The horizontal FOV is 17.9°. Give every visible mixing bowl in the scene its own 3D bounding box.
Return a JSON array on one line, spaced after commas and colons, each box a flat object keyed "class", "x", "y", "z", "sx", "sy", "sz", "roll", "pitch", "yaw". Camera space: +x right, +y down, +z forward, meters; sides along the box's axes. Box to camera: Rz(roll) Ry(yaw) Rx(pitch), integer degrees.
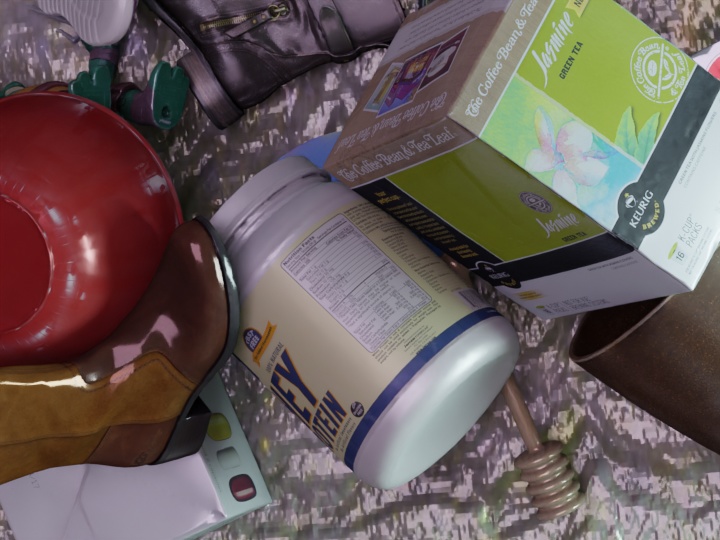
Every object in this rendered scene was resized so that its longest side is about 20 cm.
[{"class": "mixing bowl", "x": -0.228, "y": -0.014, "z": 1.527, "sx": 0.200, "sy": 0.108, "sz": 0.201, "roll": 3, "pitch": 102, "yaw": 17}]

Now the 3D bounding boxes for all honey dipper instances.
[{"class": "honey dipper", "x": 0.100, "y": 0.078, "z": 1.589, "sx": 0.038, "sy": 0.038, "sz": 0.200, "roll": -23, "pitch": 98, "yaw": 13}]

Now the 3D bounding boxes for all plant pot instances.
[{"class": "plant pot", "x": 0.274, "y": 0.056, "z": 1.513, "sx": 0.200, "sy": 0.187, "sz": 0.187, "roll": 42, "pitch": 99, "yaw": -6}]

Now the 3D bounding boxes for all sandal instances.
[{"class": "sandal", "x": -0.182, "y": -0.208, "z": 1.614, "sx": 0.050, "sy": 0.203, "sz": 0.083, "roll": 0, "pitch": 106, "yaw": -24}]

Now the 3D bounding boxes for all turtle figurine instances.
[{"class": "turtle figurine", "x": -0.223, "y": -0.129, "z": 1.659, "sx": 0.200, "sy": 0.150, "sz": 0.101, "roll": 11, "pitch": 122, "yaw": 47}]

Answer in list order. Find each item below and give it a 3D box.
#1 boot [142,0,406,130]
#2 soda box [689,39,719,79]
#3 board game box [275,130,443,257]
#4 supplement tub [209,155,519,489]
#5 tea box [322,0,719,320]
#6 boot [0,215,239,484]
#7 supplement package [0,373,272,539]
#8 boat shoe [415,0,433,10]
[{"class": "boot", "x": -0.066, "y": -0.213, "z": 1.650, "sx": 0.174, "sy": 0.069, "sz": 0.200, "roll": -29, "pitch": 87, "yaw": 7}, {"class": "soda box", "x": 0.289, "y": -0.141, "z": 1.554, "sx": 0.200, "sy": 0.064, "sz": 0.068, "roll": -29, "pitch": 83, "yaw": 11}, {"class": "board game box", "x": 0.000, "y": 0.000, "z": 1.640, "sx": 0.158, "sy": 0.039, "sz": 0.200, "roll": 16, "pitch": 91, "yaw": 20}, {"class": "supplement tub", "x": -0.008, "y": 0.032, "z": 1.541, "sx": 0.200, "sy": 0.145, "sz": 0.145, "roll": 43, "pitch": 99, "yaw": 17}, {"class": "tea box", "x": 0.115, "y": -0.080, "z": 1.465, "sx": 0.197, "sy": 0.200, "sz": 0.134, "roll": 33, "pitch": 72, "yaw": -17}, {"class": "boot", "x": -0.186, "y": 0.056, "z": 1.471, "sx": 0.069, "sy": 0.200, "sz": 0.188, "roll": 52, "pitch": 136, "yaw": 38}, {"class": "supplement package", "x": -0.182, "y": 0.111, "z": 1.644, "sx": 0.156, "sy": 0.111, "sz": 0.200, "roll": -25, "pitch": 84, "yaw": 13}, {"class": "boat shoe", "x": 0.077, "y": -0.202, "z": 1.608, "sx": 0.075, "sy": 0.060, "sz": 0.200, "roll": 0, "pitch": 90, "yaw": 14}]
